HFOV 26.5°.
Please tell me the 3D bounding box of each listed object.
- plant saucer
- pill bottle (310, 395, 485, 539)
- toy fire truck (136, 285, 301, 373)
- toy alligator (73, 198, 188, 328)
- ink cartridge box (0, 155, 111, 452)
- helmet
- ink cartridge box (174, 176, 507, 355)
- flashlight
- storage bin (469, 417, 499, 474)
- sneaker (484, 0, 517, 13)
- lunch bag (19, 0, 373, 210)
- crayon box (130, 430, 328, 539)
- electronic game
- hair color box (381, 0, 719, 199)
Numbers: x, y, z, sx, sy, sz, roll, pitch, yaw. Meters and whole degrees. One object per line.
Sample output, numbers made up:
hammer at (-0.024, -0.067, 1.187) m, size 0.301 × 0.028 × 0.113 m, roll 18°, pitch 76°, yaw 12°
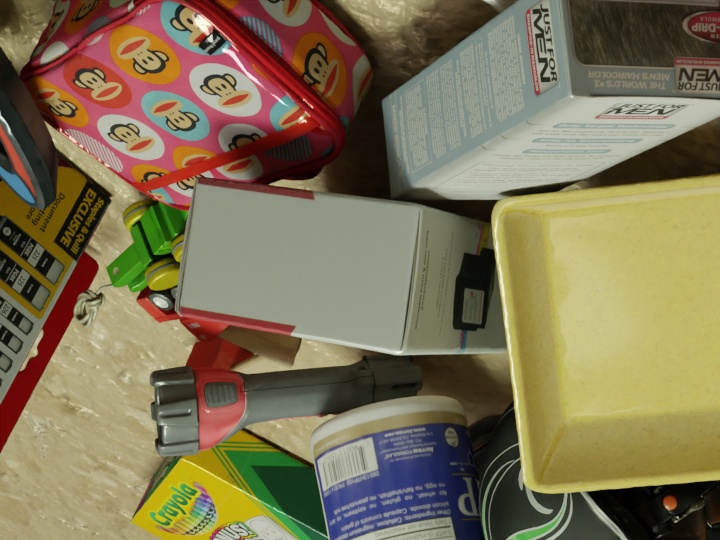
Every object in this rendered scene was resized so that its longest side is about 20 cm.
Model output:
plant saucer at (0.183, 0.028, 0.891) m, size 0.197 × 0.049 × 0.202 m, roll -6°, pitch 118°, yaw 8°
pill bottle at (0.037, 0.202, 1.092) m, size 0.118 × 0.203 × 0.120 m, roll -10°, pitch 162°, yaw -3°
toy fire truck at (-0.092, 0.039, 1.161) m, size 0.198 × 0.049 × 0.141 m, roll -12°, pitch 134°, yaw 41°
toy alligator at (-0.142, -0.016, 1.098) m, size 0.054 × 0.060 × 0.200 m, roll -7°, pitch 156°, yaw -42°
ink cartridge box at (-0.268, 0.008, 1.084) m, size 0.175 × 0.202 × 0.083 m, roll 41°, pitch 143°, yaw -26°
helmet at (0.174, 0.162, 1.038) m, size 0.198 × 0.201 × 0.192 m, roll 21°, pitch 143°, yaw 3°
ink cartridge box at (0.000, 0.000, 0.929) m, size 0.144 × 0.084 × 0.200 m, roll 8°, pitch -179°, yaw 22°
flashlight at (-0.057, 0.098, 1.142) m, size 0.197 × 0.068 × 0.069 m, roll -4°, pitch 115°, yaw -14°
storage bin at (0.139, 0.235, 1.220) m, size 0.199 × 0.135 × 0.146 m, roll 31°, pitch 147°, yaw -11°
sneaker at (0.032, -0.189, 0.755) m, size 0.199 × 0.074 × 0.082 m, roll 33°, pitch 177°, yaw -24°
lunch bag at (-0.093, -0.110, 0.925) m, size 0.176 × 0.083 × 0.199 m, roll 39°, pitch 147°, yaw -29°
crayon box at (-0.109, 0.226, 1.432) m, size 0.171 × 0.059 × 0.200 m, roll 28°, pitch 147°, yaw -8°
electronic game at (-0.253, -0.124, 0.960) m, size 0.200 × 0.041 × 0.201 m, roll 49°, pitch 164°, yaw 20°
hair color box at (0.095, -0.086, 0.779) m, size 0.098 × 0.062 × 0.200 m, roll -2°, pitch 171°, yaw -23°
